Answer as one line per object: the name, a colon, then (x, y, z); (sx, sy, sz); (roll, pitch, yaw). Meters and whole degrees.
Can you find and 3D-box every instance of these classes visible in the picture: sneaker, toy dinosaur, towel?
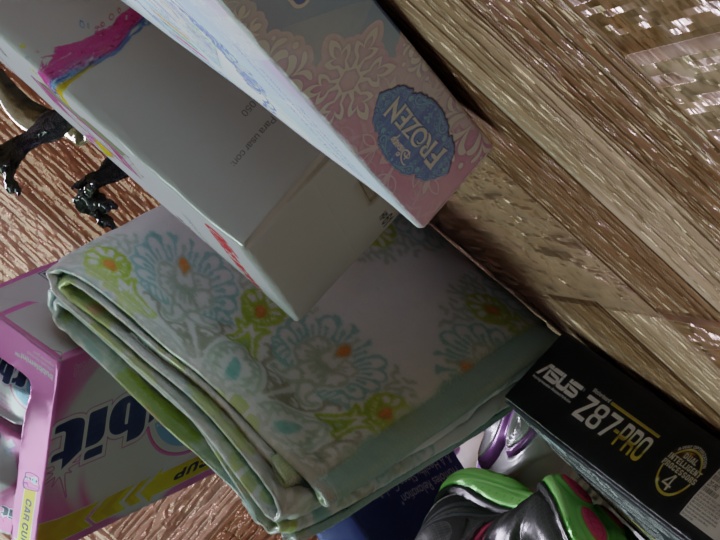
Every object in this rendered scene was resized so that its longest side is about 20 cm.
sneaker: (0.077, 0.144, 1.385); (0.077, 0.084, 0.200); (41, 165, -12)
toy dinosaur: (-0.123, -0.064, 1.356); (0.199, 0.088, 0.048); (2, 129, 40)
towel: (-0.023, 0.024, 1.328); (0.171, 0.200, 0.048); (43, 132, 19)
sneaker: (0.113, 0.094, 1.527); (0.099, 0.075, 0.200); (22, 174, 5)

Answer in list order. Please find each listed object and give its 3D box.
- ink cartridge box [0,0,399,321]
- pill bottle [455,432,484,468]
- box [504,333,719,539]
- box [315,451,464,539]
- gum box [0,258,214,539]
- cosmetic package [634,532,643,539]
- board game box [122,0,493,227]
ink cartridge box: (-0.080, -0.083, 1.205); (0.200, 0.085, 0.145); (40, 176, 15)
pill bottle: (0.063, 0.143, 2.130); (0.200, 0.112, 0.112); (40, 176, 38)
box: (0.166, 0.121, 1.282); (0.161, 0.049, 0.200); (46, 175, -31)
box: (0.042, 0.161, 1.514); (0.201, 0.032, 0.121); (58, -150, 6)
gum box: (-0.104, 0.047, 1.396); (0.066, 0.199, 0.114); (32, 127, 32)
cosmetic package: (0.164, 0.173, 1.649); (0.051, 0.083, 0.200); (44, 176, -34)
board game box: (-0.069, -0.121, 0.968); (0.199, 0.043, 0.200); (40, 175, 39)
